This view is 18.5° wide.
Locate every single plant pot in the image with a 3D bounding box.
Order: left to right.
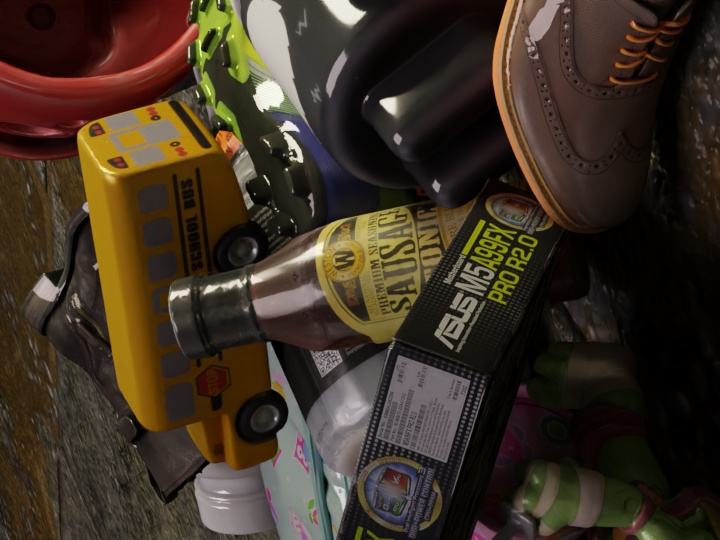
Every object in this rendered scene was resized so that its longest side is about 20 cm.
[{"bbox_3d":[-0.183,-0.171,1.291,0.182,0.200,0.201,147,105,-71],"label":"plant pot"}]

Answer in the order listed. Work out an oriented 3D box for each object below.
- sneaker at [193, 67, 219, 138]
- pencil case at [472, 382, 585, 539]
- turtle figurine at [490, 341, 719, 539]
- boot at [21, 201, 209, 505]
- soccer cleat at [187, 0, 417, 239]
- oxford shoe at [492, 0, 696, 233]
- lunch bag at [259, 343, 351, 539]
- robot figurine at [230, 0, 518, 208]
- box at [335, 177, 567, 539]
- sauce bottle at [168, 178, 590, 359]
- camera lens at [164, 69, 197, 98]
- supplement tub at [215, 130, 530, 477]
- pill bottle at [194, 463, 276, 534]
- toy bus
[{"bbox_3d":[-0.057,-0.104,1.339,0.116,0.074,0.200,101,148,-60],"label":"sneaker"},{"bbox_3d":[0.068,0.130,1.182,0.200,0.087,0.088,115,135,-63],"label":"pencil case"},{"bbox_3d":[0.091,0.130,0.977,0.144,0.200,0.194,42,-161,-24],"label":"turtle figurine"},{"bbox_3d":[-0.125,0.042,1.424,0.174,0.069,0.200,49,136,12],"label":"boot"},{"bbox_3d":[-0.032,-0.090,1.150,0.200,0.084,0.065,65,146,36],"label":"soccer cleat"},{"bbox_3d":[0.101,-0.100,0.910,0.073,0.071,0.200,36,139,52],"label":"oxford shoe"},{"bbox_3d":[-0.011,0.112,1.392,0.160,0.077,0.200,-154,49,-65],"label":"lunch bag"},{"bbox_3d":[0.012,-0.118,1.052,0.200,0.125,0.150,56,147,41],"label":"robot figurine"},{"bbox_3d":[0.032,0.082,0.971,0.160,0.044,0.200,-58,-15,-58],"label":"box"},{"bbox_3d":[0.008,0.005,1.060,0.066,0.200,0.066,-14,-90,-79],"label":"sauce bottle"},{"bbox_3d":[-0.197,-0.180,1.470,0.160,0.200,0.160,162,90,-71],"label":"camera lens"},{"bbox_3d":[0.000,0.000,1.195,0.123,0.122,0.200,111,138,-61],"label":"supplement tub"},{"bbox_3d":[-0.090,0.076,1.529,0.111,0.111,0.200,-149,45,-63],"label":"pill bottle"},{"bbox_3d":[-0.091,0.014,1.152,0.065,0.078,0.200,-131,29,-51],"label":"toy bus"}]
